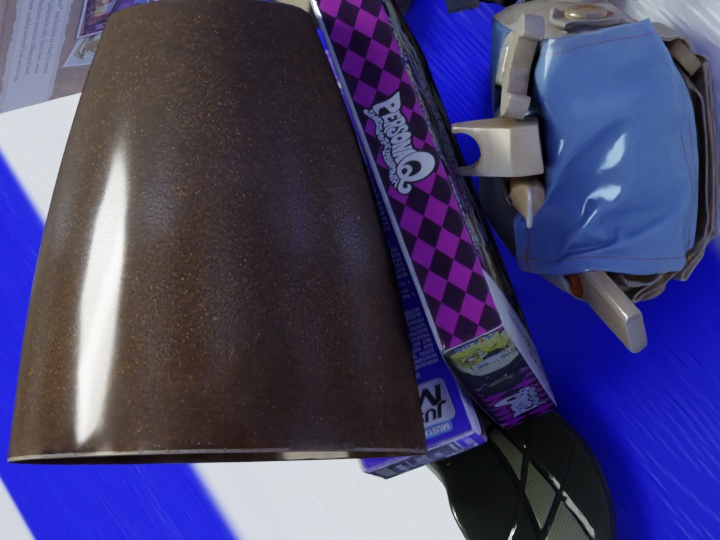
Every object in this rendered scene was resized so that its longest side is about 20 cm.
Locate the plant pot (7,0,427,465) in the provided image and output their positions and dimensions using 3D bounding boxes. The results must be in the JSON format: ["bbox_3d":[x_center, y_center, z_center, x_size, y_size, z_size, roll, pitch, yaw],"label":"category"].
[{"bbox_3d":[-0.065,-0.015,1.156,0.187,0.187,0.201,-11,79,58],"label":"plant pot"}]

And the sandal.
[{"bbox_3d":[0.070,0.093,1.349,0.080,0.057,0.201,-47,51,6],"label":"sandal"}]

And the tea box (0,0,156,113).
[{"bbox_3d":[-0.200,-0.236,1.563,0.197,0.133,0.200,61,154,24],"label":"tea box"}]

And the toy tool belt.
[{"bbox_3d":[0.101,-0.073,1.160,0.123,0.125,0.200,-100,-2,-66],"label":"toy tool belt"}]

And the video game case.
[{"bbox_3d":[0.034,-0.036,1.222,0.181,0.036,0.200,52,-163,-71],"label":"video game case"}]

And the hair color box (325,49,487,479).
[{"bbox_3d":[0.000,0.000,1.281,0.109,0.065,0.200,46,-155,-82],"label":"hair color box"}]

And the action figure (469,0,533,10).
[{"bbox_3d":[0.040,-0.183,1.249,0.200,0.102,0.119,10,125,15],"label":"action figure"}]

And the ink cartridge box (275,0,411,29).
[{"bbox_3d":[-0.028,-0.254,1.366,0.165,0.075,0.200,45,137,40],"label":"ink cartridge box"}]
